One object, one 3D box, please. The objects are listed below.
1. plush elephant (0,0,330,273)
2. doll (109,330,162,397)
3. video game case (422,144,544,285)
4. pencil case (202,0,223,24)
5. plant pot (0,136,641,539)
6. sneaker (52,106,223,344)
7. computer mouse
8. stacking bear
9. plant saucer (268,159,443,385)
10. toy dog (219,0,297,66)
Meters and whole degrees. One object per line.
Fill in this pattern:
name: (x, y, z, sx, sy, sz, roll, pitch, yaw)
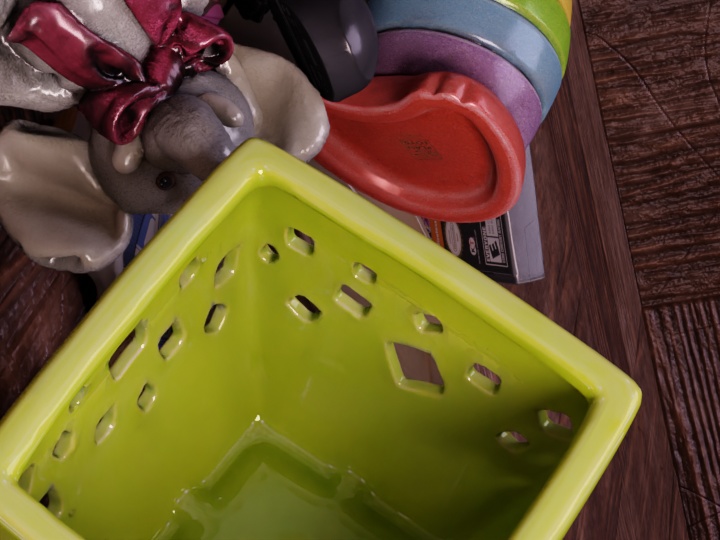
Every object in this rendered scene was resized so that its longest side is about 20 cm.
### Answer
plush elephant: (-0.098, -0.085, 1.072, 0.155, 0.165, 0.200, 54, -8, -6)
doll: (-0.075, 0.077, 1.201, 0.048, 0.137, 0.200, 40, 2, 24)
video game case: (0.041, -0.097, 1.488, 0.181, 0.025, 0.201, 7, -73, 60)
pencil case: (-0.126, -0.208, 1.215, 0.091, 0.093, 0.201, 0, -76, 58)
plant pot: (-0.028, 0.101, 1.024, 0.199, 0.200, 0.182, -51, 169, -24)
sneaker: (-0.087, 0.006, 1.226, 0.075, 0.088, 0.200, -85, 163, -52)
computer mouse: (-0.029, -0.125, 1.171, 0.059, 0.034, 0.200, 65, -8, -24)
stacking bear: (0.055, -0.136, 1.232, 0.114, 0.121, 0.201, 48, 53, -46)
plant saucer: (0.000, 0.000, 1.264, 0.200, 0.029, 0.200, 53, 20, -30)
toy dog: (-0.047, -0.116, 1.414, 0.096, 0.131, 0.201, 123, -43, -53)
